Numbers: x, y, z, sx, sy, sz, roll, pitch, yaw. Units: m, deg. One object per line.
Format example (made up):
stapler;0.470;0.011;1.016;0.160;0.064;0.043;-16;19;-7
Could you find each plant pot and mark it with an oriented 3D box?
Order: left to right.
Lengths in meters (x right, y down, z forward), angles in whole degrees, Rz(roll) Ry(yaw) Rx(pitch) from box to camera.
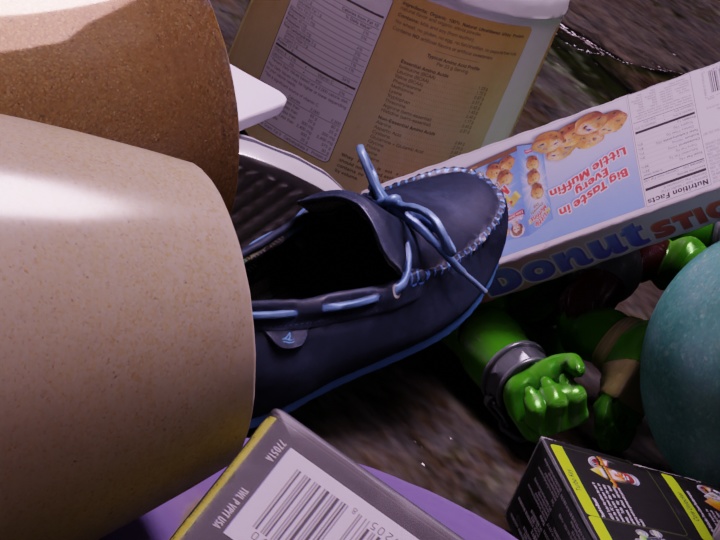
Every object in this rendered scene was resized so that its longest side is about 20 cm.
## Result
plant pot;-0.138;0.024;0.857;0.199;0.188;0.187;-7;31;-21
plant pot;-0.179;-0.046;1.126;0.186;0.187;0.199;36;36;31

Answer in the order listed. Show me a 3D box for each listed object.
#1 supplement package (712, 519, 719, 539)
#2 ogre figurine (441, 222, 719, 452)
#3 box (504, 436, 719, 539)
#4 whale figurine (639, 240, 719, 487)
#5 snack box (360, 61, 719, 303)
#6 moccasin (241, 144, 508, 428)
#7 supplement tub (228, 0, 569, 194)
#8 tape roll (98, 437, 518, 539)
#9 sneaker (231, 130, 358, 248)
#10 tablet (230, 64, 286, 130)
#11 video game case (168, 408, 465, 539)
supplement package;0.259;0.108;1.132;0.200;0.120;0.121;39;23;34
ogre figurine;0.109;0.005;1.379;0.120;0.098;0.200;30;65;33
box;0.170;0.152;1.164;0.192;0.048;0.200;14;22;-20
whale figurine;0.182;0.052;1.327;0.103;0.160;0.200;-4;-9;13
snack box;0.095;-0.035;1.330;0.024;0.199;0.072;53;24;-46
moccasin;0.000;0.000;1.241;0.080;0.068;0.200;26;39;25
supplement tub;0.016;-0.112;1.435;0.144;0.201;0.145;21;20;-8
tape roll;-0.009;0.140;0.941;0.199;0.085;0.200;21;20;-8
sneaker;-0.091;-0.044;1.324;0.199;0.079;0.080;16;27;-16
tablet;-0.143;-0.103;1.307;0.199;0.014;0.130;31;33;24
video game case;0.006;0.160;0.807;0.200;0.026;0.181;35;58;7
